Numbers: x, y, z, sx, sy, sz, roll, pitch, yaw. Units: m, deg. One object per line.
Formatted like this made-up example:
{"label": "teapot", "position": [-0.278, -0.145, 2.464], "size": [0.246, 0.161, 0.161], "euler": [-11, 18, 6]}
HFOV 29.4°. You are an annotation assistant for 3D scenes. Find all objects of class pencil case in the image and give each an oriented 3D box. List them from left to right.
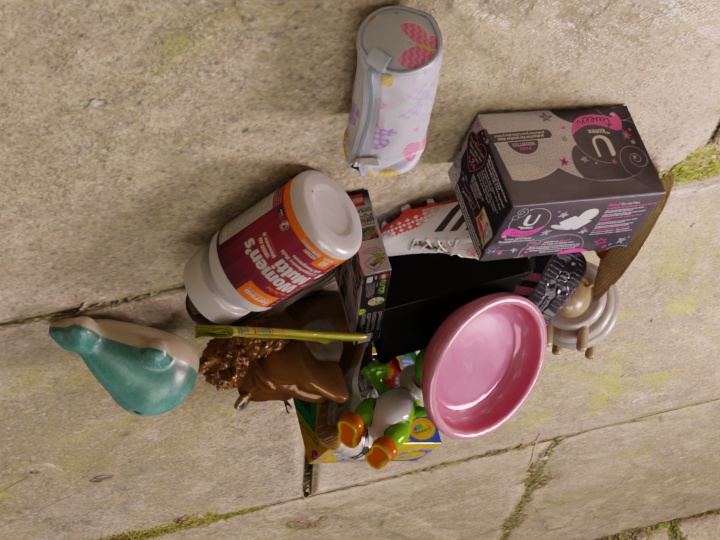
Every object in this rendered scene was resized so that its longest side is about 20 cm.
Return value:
{"label": "pencil case", "position": [0.028, -0.173, 1.358], "size": [0.090, 0.083, 0.200], "euler": [-31, 159, -21]}

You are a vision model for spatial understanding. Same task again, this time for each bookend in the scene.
{"label": "bookend", "position": [0.109, 0.025, 1.805], "size": [0.198, 0.093, 0.199], "euler": [-15, 157, -6]}

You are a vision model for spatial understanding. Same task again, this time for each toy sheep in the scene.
{"label": "toy sheep", "position": [0.302, 0.052, 1.929], "size": [0.137, 0.139, 0.200], "euler": [-20, 166, 9]}

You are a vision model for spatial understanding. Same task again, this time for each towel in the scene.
{"label": "towel", "position": [-0.094, 0.078, 1.647], "size": [0.199, 0.018, 0.086], "euler": [5, 177, -38]}

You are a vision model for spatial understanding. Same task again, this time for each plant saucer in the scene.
{"label": "plant saucer", "position": [0.151, 0.116, 1.751], "size": [0.199, 0.051, 0.202], "euler": [-19, 123, -31]}

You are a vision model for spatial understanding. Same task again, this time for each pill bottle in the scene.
{"label": "pill bottle", "position": [-0.103, -0.021, 1.563], "size": [0.199, 0.110, 0.109], "euler": [-32, 150, 30]}

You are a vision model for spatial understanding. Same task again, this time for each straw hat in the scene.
{"label": "straw hat", "position": [0.312, -0.065, 1.738], "size": [0.085, 0.202, 0.201], "euler": [30, 147, 0]}

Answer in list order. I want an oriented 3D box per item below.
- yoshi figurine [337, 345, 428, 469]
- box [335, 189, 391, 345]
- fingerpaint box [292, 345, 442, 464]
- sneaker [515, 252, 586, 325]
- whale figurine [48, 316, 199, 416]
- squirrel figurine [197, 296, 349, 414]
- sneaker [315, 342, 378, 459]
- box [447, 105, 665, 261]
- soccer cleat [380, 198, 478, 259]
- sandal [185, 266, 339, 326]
{"label": "yoshi figurine", "position": [0.063, 0.162, 1.814], "size": [0.111, 0.113, 0.200], "euler": [-3, -150, 47]}
{"label": "box", "position": [0.000, 0.000, 1.667], "size": [0.034, 0.111, 0.200], "euler": [-11, 155, -9]}
{"label": "fingerpaint box", "position": [0.004, 0.189, 1.992], "size": [0.199, 0.168, 0.073], "euler": [5, 148, -36]}
{"label": "sneaker", "position": [0.221, 0.039, 1.844], "size": [0.070, 0.082, 0.200], "euler": [38, 102, -23]}
{"label": "whale figurine", "position": [-0.299, 0.120, 1.730], "size": [0.158, 0.105, 0.199], "euler": [-5, 157, 44]}
{"label": "squirrel figurine", "position": [-0.124, 0.114, 1.843], "size": [0.199, 0.143, 0.186], "euler": [21, 149, -31]}
{"label": "sneaker", "position": [-0.008, 0.169, 1.903], "size": [0.075, 0.201, 0.087], "euler": [-20, 138, 40]}
{"label": "box", "position": [0.221, -0.102, 1.560], "size": [0.198, 0.133, 0.115], "euler": [-5, 150, -22]}
{"label": "soccer cleat", "position": [0.111, -0.046, 1.667], "size": [0.198, 0.086, 0.069], "euler": [-19, 155, 6]}
{"label": "sandal", "position": [-0.117, 0.023, 1.690], "size": [0.199, 0.082, 0.055], "euler": [-24, 149, -1]}
